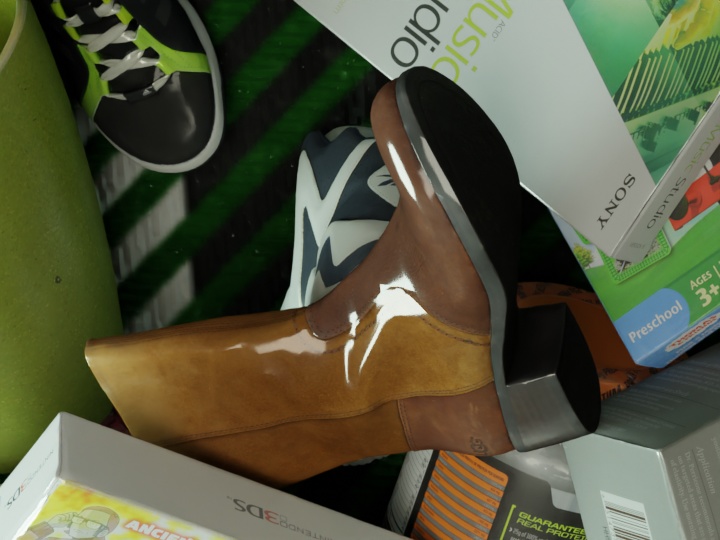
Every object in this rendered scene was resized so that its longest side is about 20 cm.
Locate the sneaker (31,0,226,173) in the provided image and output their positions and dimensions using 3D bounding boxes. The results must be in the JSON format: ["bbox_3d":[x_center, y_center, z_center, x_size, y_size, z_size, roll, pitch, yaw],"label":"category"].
[{"bbox_3d":[-0.129,-0.127,1.353,0.071,0.083,0.201,-22,103,20],"label":"sneaker"}]

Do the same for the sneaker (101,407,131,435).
[{"bbox_3d":[-0.088,0.142,1.449,0.080,0.075,0.200,-36,86,-10],"label":"sneaker"}]

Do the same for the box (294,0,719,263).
[{"bbox_3d":[0.081,-0.119,1.279,0.200,0.036,0.145,40,105,23],"label":"box"}]

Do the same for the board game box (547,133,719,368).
[{"bbox_3d":[0.134,-0.083,1.289,0.151,0.037,0.201,-36,70,22],"label":"board game box"}]

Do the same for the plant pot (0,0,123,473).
[{"bbox_3d":[-0.190,-0.010,1.370,0.186,0.188,0.200,-17,126,18],"label":"plant pot"}]

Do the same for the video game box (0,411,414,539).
[{"bbox_3d":[-0.089,0.159,1.317,0.199,0.047,0.182,22,131,-26],"label":"video game box"}]

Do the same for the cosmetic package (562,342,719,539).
[{"bbox_3d":[0.196,0.078,1.295,0.199,0.090,0.107,-23,107,-26],"label":"cosmetic package"}]

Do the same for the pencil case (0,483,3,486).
[{"bbox_3d":[-0.142,0.125,1.372,0.199,0.078,0.090,-12,100,0],"label":"pencil case"}]

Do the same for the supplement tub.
[{"bbox_3d":[0.074,0.115,1.372,0.122,0.123,0.201,22,113,5],"label":"supplement tub"}]

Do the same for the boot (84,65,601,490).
[{"bbox_3d":[-0.021,0.012,1.247,0.199,0.069,0.189,-11,132,22],"label":"boot"}]

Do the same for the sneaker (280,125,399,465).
[{"bbox_3d":[0.000,0.000,1.378,0.079,0.130,0.199,13,150,-1],"label":"sneaker"}]
